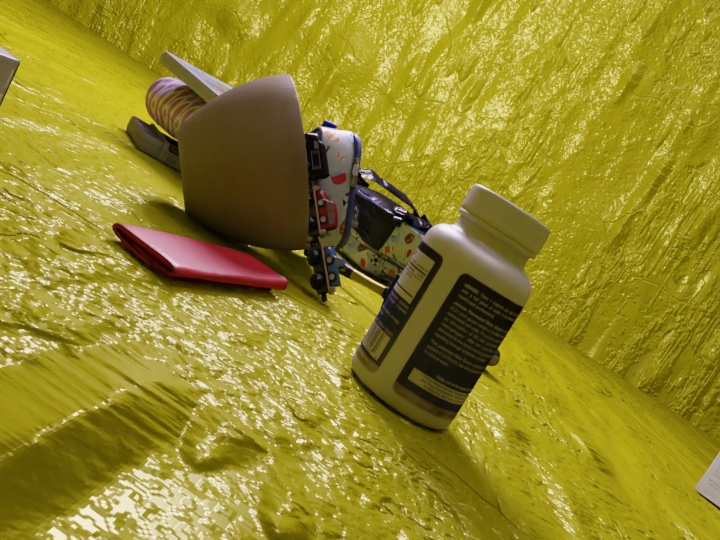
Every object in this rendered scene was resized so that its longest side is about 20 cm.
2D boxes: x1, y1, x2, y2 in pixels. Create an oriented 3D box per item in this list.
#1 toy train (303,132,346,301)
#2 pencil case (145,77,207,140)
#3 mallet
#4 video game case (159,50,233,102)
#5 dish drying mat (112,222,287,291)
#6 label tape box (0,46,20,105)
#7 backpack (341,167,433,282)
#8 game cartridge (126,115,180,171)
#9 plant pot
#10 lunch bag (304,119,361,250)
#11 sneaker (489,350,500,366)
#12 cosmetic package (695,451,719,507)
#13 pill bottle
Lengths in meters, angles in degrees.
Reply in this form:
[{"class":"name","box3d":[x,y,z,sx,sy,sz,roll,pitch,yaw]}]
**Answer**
[{"class":"toy train","box3d":[-0.048,-0.065,0.890,0.045,0.205,0.034,-8,-8,-3]},{"class":"pencil case","box3d":[-0.263,-0.231,1.150,0.200,0.083,0.087,43,-22,46]},{"class":"mallet","box3d":[0.000,0.000,1.047,0.199,0.067,0.041,37,7,31]},{"class":"video game case","box3d":[-0.186,-0.249,1.143,0.199,0.022,0.181,41,12,24]},{"class":"dish drying mat","box3d":[-0.140,-0.007,0.694,0.076,0.018,0.199,35,8,20]},{"class":"label tape box","box3d":[-0.428,-0.219,0.670,0.143,0.064,0.200,33,7,7]},{"class":"backpack","box3d":[0.054,-0.064,1.370,0.188,0.156,0.201,17,22,-37]},{"class":"game cartridge","box3d":[-0.267,-0.173,1.186,0.198,0.039,0.129,28,5,-34]},{"class":"plant pot","box3d":[-0.141,-0.119,0.869,0.131,0.205,0.200,-6,18,-12]},{"class":"lunch bag","box3d":[-0.058,-0.110,1.005,0.074,0.164,0.199,9,-4,-22]},{"class":"sneaker","box3d":[0.148,0.072,1.165,0.075,0.080,0.200,24,13,-48]},{"class":"cosmetic package","box3d":[0.716,0.369,1.283,0.198,0.167,0.165,25,11,-42]},{"class":"pill bottle","box3d":[0.085,0.030,0.681,0.110,0.202,0.111,31,7,-5]}]
